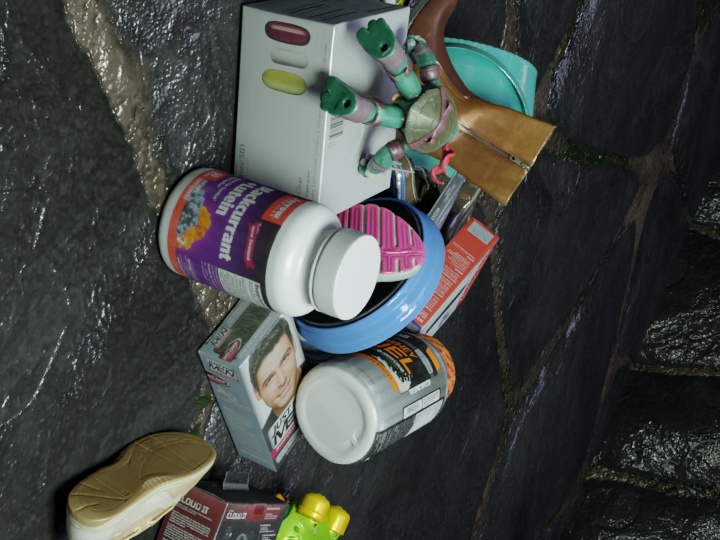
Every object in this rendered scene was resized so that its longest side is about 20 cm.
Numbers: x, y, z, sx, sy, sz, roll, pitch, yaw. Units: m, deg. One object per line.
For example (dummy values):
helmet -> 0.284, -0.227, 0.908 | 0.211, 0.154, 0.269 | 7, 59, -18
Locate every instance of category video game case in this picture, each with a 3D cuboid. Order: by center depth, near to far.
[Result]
video game case -> 0.064, -0.017, 1.341 | 0.201, 0.019, 0.143 | -55, 174, -28

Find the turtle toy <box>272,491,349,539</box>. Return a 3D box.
turtle toy -> -0.088, 0.356, 1.399 | 0.147, 0.100, 0.200 | -65, 153, -14

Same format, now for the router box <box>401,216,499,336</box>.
router box -> 0.098, 0.043, 1.505 | 0.180, 0.049, 0.200 | -47, 170, -25

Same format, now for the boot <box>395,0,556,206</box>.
boot -> 0.124, -0.198, 1.205 | 0.189, 0.199, 0.068 | -62, 169, -2

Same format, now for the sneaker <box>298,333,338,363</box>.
sneaker -> -0.020, 0.015, 1.342 | 0.201, 0.073, 0.082 | -61, 150, -21

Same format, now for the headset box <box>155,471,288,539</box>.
headset box -> -0.171, 0.329, 1.250 | 0.149, 0.077, 0.202 | 24, 84, -64

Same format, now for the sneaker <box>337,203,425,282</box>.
sneaker -> -0.025, -0.019, 1.184 | 0.088, 0.198, 0.082 | 70, 30, -61

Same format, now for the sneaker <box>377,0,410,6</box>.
sneaker -> 0.023, -0.289, 1.223 | 0.084, 0.074, 0.202 | 5, 102, -63

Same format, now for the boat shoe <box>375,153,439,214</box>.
boat shoe -> 0.058, -0.100, 1.371 | 0.072, 0.073, 0.200 | -25, 162, -9

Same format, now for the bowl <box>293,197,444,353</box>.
bowl -> 0.000, 0.000, 1.239 | 0.039, 0.200, 0.202 | 49, 62, -39

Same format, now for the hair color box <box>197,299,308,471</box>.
hair color box -> -0.112, 0.129, 1.251 | 0.099, 0.060, 0.201 | -53, 148, -33

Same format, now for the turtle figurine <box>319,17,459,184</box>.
turtle figurine -> 0.046, -0.164, 1.085 | 0.200, 0.100, 0.151 | 25, 84, -58

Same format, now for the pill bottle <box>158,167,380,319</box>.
pill bottle -> -0.086, -0.022, 1.046 | 0.111, 0.199, 0.112 | -41, 141, -45

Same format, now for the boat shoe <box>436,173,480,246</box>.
boat shoe -> 0.123, -0.084, 1.568 | 0.201, 0.074, 0.073 | -58, 162, -6

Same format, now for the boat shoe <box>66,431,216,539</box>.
boat shoe -> -0.224, 0.224, 1.097 | 0.200, 0.073, 0.070 | -21, 137, -56

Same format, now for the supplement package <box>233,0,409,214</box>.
supplement package -> -0.042, -0.175, 1.132 | 0.155, 0.110, 0.202 | -30, 132, -54

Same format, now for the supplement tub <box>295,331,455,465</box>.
supplement tub -> 0.025, 0.146, 1.309 | 0.199, 0.122, 0.124 | -20, 124, -54

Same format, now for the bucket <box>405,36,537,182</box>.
bucket -> 0.118, -0.195, 1.337 | 0.207, 0.206, 0.136 | 18, 83, -64
